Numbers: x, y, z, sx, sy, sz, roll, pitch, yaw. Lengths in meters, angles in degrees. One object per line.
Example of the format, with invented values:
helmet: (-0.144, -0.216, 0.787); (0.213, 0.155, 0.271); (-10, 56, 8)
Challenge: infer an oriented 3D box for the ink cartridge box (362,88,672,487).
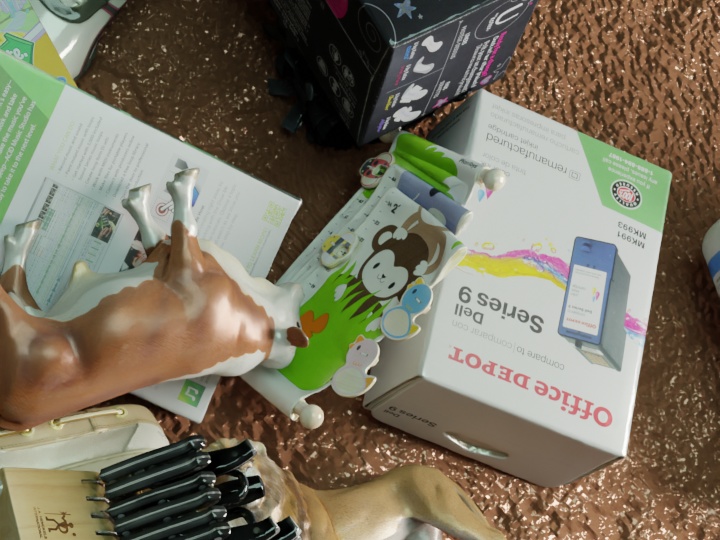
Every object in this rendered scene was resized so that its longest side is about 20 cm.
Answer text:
ink cartridge box: (0.098, 0.013, 1.206); (0.145, 0.087, 0.201); (23, 64, -17)

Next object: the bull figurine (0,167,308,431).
bull figurine: (-0.121, 0.017, 1.075); (0.199, 0.065, 0.122); (-19, 93, -23)

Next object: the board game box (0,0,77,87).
board game box: (-0.279, -0.109, 1.119); (0.199, 0.034, 0.135); (-29, 86, -13)

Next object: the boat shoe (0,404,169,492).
boat shoe: (-0.200, 0.114, 1.076); (0.199, 0.074, 0.069); (-5, 47, -17)

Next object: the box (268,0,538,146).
box: (0.005, -0.202, 1.167); (0.114, 0.132, 0.200); (-26, 74, -18)

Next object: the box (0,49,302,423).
box: (-0.150, -0.018, 1.114); (0.199, 0.036, 0.145); (27, 86, -21)

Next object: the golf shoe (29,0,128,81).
golf shoe: (-0.170, -0.183, 1.194); (0.077, 0.088, 0.200); (38, 63, -4)

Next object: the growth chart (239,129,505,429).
growth chart: (0.000, 0.000, 1.148); (0.200, 0.144, 0.018); (-50, 127, -15)

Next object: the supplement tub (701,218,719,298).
supplement tub: (0.309, 0.047, 1.248); (0.131, 0.132, 0.201); (-12, 73, -24)

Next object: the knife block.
knife block: (-0.137, 0.157, 1.041); (0.175, 0.200, 0.064); (11, 50, -43)

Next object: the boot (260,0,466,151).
boot: (0.022, -0.175, 1.268); (0.197, 0.073, 0.163); (-19, 74, -18)

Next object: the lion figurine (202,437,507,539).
lion figurine: (-0.001, 0.148, 1.137); (0.199, 0.073, 0.123); (-1, 54, -35)
